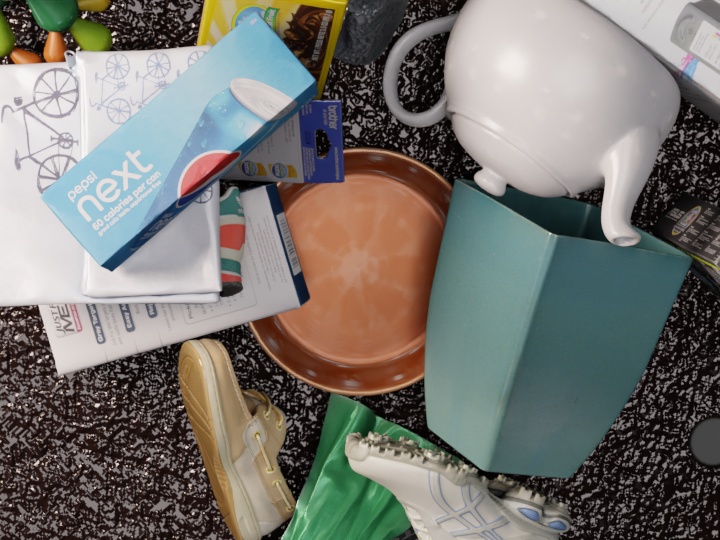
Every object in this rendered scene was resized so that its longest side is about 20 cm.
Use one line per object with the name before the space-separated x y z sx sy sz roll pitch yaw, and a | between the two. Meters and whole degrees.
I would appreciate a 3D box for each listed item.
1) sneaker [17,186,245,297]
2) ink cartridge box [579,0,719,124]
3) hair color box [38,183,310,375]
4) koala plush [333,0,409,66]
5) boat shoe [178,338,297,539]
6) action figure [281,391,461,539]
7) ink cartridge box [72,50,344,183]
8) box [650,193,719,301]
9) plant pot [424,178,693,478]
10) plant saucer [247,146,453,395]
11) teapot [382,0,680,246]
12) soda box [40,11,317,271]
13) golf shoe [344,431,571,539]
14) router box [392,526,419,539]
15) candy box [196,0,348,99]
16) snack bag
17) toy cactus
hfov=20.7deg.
sneaker | -0.180 -0.036 1.483 0.199 0.070 0.094 7 82 6
ink cartridge box | 0.253 -0.188 1.527 0.200 0.148 0.086 33 95 -10
hair color box | -0.150 0.006 1.540 0.200 0.061 0.100 -16 93 7
koala plush | -0.024 -0.292 1.485 0.200 0.184 0.177 40 82 10
boat shoe | -0.092 0.127 1.563 0.069 0.074 0.200 -23 129 -15
action figure | -0.018 0.212 1.577 0.118 0.055 0.200 27 75 10
ink cartridge box | -0.111 -0.115 1.506 0.200 0.119 0.042 5 60 4
box | 0.316 0.019 1.536 0.160 0.200 0.044 44 92 -9
plant pot | 0.135 0.051 1.540 0.141 0.141 0.200 9 105 -33
plant saucer | 0.000 0.000 1.589 0.200 0.032 0.201 -1 98 -6
teapot | 0.132 -0.124 1.504 0.197 0.200 0.146 36 89 -14
soda box | -0.125 -0.090 1.395 0.200 0.064 0.068 -41 87 -2
golf shoe | 0.067 0.193 1.539 0.200 0.078 0.097 25 89 -20
router box | 0.056 0.288 1.626 0.200 0.051 0.149 -29 98 -1
candy box | -0.074 -0.161 1.486 0.102 0.200 0.026 11 61 -5
snack bag | -0.201 -0.068 1.438 0.200 0.021 0.189 -1 88 3
toy cactus | -0.263 -0.221 1.472 0.200 0.165 0.102 37 73 -14
